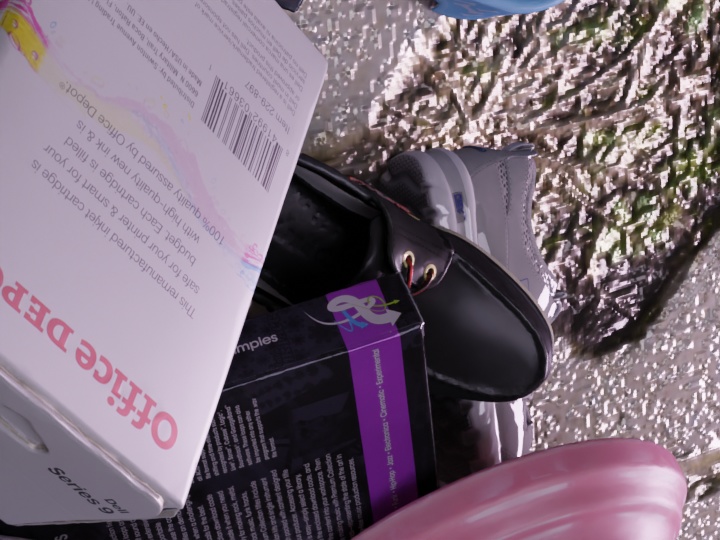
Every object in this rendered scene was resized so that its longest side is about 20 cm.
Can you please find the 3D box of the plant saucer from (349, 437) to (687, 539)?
[{"bbox_3d":[0.065,0.148,0.858,0.199,0.051,0.201,-20,153,-10],"label":"plant saucer"}]

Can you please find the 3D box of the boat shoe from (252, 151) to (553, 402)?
[{"bbox_3d":[-0.001,0.002,0.789,0.201,0.063,0.074,32,98,-13],"label":"boat shoe"}]

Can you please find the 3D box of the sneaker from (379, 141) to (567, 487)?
[{"bbox_3d":[0.068,0.035,0.875,0.081,0.075,0.202,-17,113,-24],"label":"sneaker"}]

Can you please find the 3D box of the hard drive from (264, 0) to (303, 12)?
[{"bbox_3d":[-0.040,-0.213,0.713,0.134,0.042,0.201,22,93,5],"label":"hard drive"}]

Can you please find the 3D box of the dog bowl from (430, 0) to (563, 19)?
[{"bbox_3d":[0.029,-0.172,0.802,0.199,0.049,0.112,12,99,-33],"label":"dog bowl"}]

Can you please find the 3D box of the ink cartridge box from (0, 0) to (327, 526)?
[{"bbox_3d":[-0.104,-0.032,0.642,0.145,0.087,0.201,46,46,-40],"label":"ink cartridge box"}]

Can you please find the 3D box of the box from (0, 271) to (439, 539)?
[{"bbox_3d":[-0.067,0.085,0.772,0.198,0.036,0.144,-18,140,-9],"label":"box"}]

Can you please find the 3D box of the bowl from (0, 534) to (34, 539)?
[{"bbox_3d":[-0.122,0.152,0.692,0.200,0.200,0.091,16,84,-34],"label":"bowl"}]
